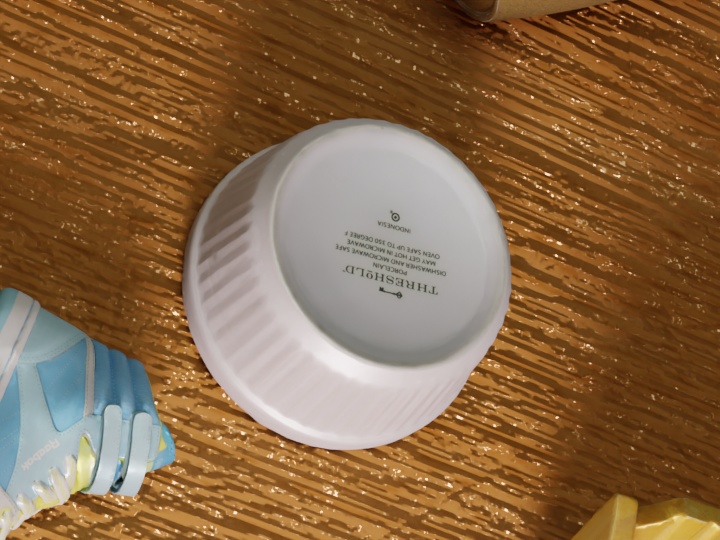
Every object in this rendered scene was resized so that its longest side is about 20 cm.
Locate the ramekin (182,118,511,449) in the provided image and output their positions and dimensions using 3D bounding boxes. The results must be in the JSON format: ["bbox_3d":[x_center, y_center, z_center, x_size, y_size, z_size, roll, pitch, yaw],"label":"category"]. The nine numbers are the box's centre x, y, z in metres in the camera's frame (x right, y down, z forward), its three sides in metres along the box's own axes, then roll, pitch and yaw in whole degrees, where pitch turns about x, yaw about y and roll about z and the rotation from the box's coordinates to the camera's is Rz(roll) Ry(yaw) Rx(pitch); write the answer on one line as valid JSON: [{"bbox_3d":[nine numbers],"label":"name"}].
[{"bbox_3d":[0.000,0.000,1.387,0.202,0.094,0.203,9,66,-22],"label":"ramekin"}]

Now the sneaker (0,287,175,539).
[{"bbox_3d":[-0.174,0.117,1.269,0.130,0.080,0.201,24,63,-14],"label":"sneaker"}]

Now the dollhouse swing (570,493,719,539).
[{"bbox_3d":[0.198,0.268,1.339,0.199,0.182,0.176,21,43,-17],"label":"dollhouse swing"}]

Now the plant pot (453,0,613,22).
[{"bbox_3d":[0.145,-0.251,1.519,0.200,0.186,0.187,-30,84,-19],"label":"plant pot"}]
